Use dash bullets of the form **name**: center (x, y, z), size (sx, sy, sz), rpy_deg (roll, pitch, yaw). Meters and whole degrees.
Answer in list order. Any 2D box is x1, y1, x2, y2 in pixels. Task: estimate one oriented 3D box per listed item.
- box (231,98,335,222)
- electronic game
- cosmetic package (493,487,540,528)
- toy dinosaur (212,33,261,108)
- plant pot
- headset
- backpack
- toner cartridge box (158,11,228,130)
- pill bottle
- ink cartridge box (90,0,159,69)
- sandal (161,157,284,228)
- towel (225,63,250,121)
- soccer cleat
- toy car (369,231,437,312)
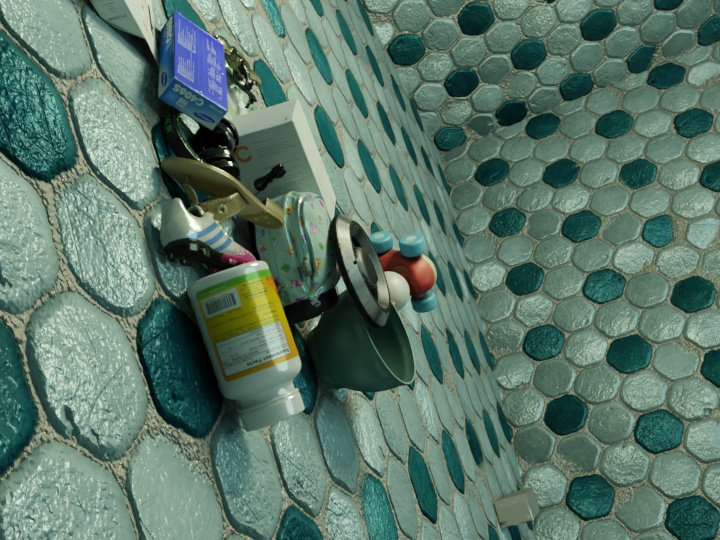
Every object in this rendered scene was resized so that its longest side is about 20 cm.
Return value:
- **box**: center (-0.132, -0.167, 1.326), size (0.098, 0.124, 0.201), rpy_deg (-87, 160, -56)
- **electronic game**: center (0.000, 0.000, 1.305), size (0.200, 0.041, 0.201), rpy_deg (-21, 90, -76)
- **cosmetic package**: center (0.486, 0.732, 2.423), size (0.200, 0.106, 0.091), rpy_deg (34, 38, -68)
- **toy dinosaur**: center (-0.206, -0.342, 1.379), size (0.200, 0.047, 0.089), rpy_deg (38, 31, -68)
- **plant pot**: center (-0.007, 0.132, 1.386), size (0.201, 0.134, 0.201), rpy_deg (51, 22, -31)
- **headset**: center (-0.206, -0.182, 1.182), size (0.200, 0.094, 0.124), rpy_deg (39, 33, -42)
- **backpack**: center (-0.103, -0.025, 1.265), size (0.167, 0.126, 0.201), rpy_deg (-33, 109, -78)
- **toner cartridge box**: center (-0.252, -0.304, 1.181), size (0.095, 0.043, 0.201), rpy_deg (28, 32, -33)
- **pill bottle**: center (-0.142, 0.098, 1.014), size (0.111, 0.111, 0.201), rpy_deg (-9, 80, -75)
- **ink cartridge box**: center (-0.346, -0.406, 1.114), size (0.200, 0.050, 0.163), rpy_deg (80, -3, -64)
- **sandal**: center (-0.192, -0.086, 1.111), size (0.211, 0.077, 0.070), rpy_deg (27, 63, -44)
- **towel**: center (-0.241, -0.295, 1.328), size (0.200, 0.031, 0.150), rpy_deg (-83, 149, -59)
- **soccer cleat**: center (-0.200, -0.040, 1.065), size (0.200, 0.070, 0.087), rpy_deg (35, 40, -64)
- **toy car**: center (0.062, 0.036, 1.812), size (0.200, 0.176, 0.185), rpy_deg (-41, 128, -44)
